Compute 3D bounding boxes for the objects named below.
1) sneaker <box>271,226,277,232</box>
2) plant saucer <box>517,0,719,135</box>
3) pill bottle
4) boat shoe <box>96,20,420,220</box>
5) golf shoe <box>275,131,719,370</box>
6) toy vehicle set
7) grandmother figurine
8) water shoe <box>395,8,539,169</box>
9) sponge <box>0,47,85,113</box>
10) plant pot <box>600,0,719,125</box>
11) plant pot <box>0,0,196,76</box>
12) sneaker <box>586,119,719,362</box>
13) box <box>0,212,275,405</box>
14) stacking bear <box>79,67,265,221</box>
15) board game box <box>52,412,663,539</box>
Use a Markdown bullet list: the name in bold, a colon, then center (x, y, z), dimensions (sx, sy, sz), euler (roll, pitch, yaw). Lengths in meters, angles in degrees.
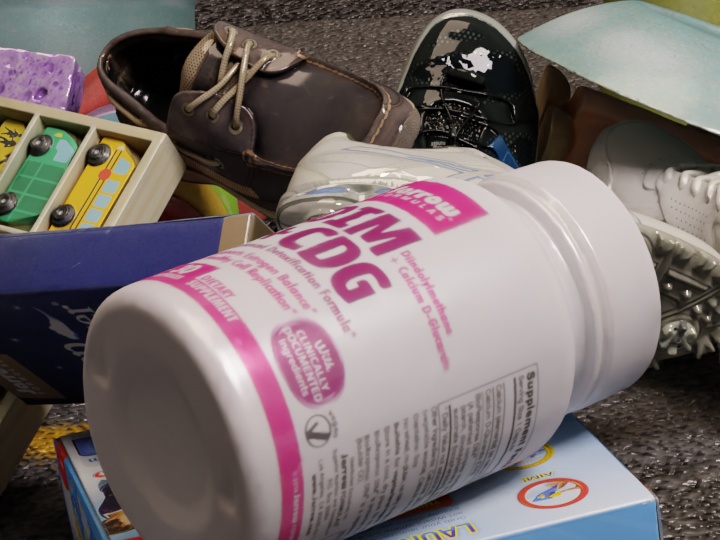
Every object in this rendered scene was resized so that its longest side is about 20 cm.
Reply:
- **sneaker**: center (0.000, 0.000, 1.392), dimensions (0.079, 0.079, 0.200), euler (12, 29, 33)
- **plant saucer**: center (0.172, -0.089, 1.343), dimensions (0.200, 0.039, 0.201), euler (21, 9, -3)
- **pill bottle**: center (0.007, 0.031, 1.071), dimensions (0.199, 0.114, 0.113), euler (-21, 23, -33)
- **boat shoe**: center (-0.056, -0.072, 1.325), dimensions (0.200, 0.073, 0.075), euler (8, 68, 49)
- **golf shoe**: center (0.065, -0.020, 1.216), dimensions (0.199, 0.079, 0.097), euler (12, 38, -3)
- **toy vehicle set**: center (-0.177, 0.013, 1.318), dimensions (0.124, 0.027, 0.201), euler (12, 62, 31)
- **grandmother figurine**: center (0.180, -0.041, 1.385), dimensions (0.199, 0.061, 0.122), euler (13, 42, -7)
- **water shoe**: center (0.042, -0.031, 1.301), dimensions (0.071, 0.201, 0.079), euler (8, -17, 1)
- **sponge**: center (-0.241, -0.063, 1.422), dimensions (0.199, 0.112, 0.030), euler (9, -13, 11)
- **plant pot**: center (0.204, -0.131, 1.523), dimensions (0.199, 0.185, 0.200), euler (-7, 19, 2)
- **plant pot**: center (-0.185, -0.091, 1.604), dimensions (0.199, 0.135, 0.200), euler (-4, 1, 0)
- **sneaker**: center (0.169, -0.019, 1.257), dimensions (0.078, 0.100, 0.200), euler (-16, 44, -26)
- **box**: center (-0.108, 0.019, 1.182), dimensions (0.199, 0.033, 0.121), euler (-3, -24, 26)
- **stacking bear**: center (-0.109, -0.015, 1.445), dimensions (0.113, 0.122, 0.200), euler (-22, 27, 8)
- **board game box**: center (-0.005, 0.101, 1.138), dimensions (0.199, 0.056, 0.196), euler (-12, 20, -11)
